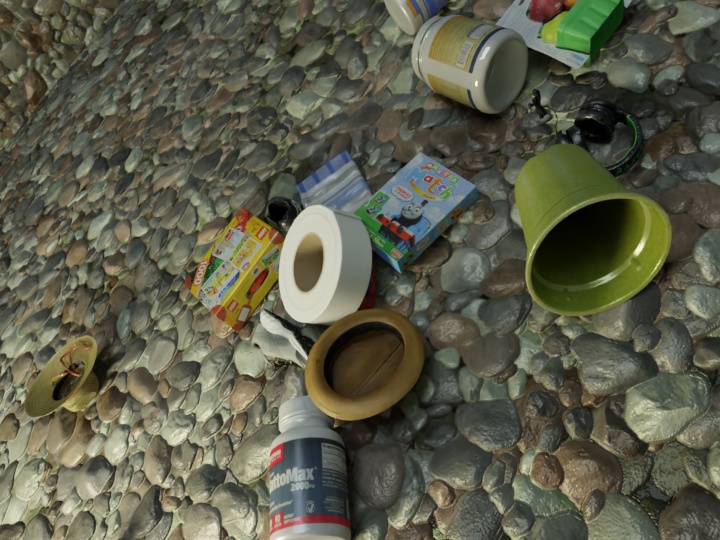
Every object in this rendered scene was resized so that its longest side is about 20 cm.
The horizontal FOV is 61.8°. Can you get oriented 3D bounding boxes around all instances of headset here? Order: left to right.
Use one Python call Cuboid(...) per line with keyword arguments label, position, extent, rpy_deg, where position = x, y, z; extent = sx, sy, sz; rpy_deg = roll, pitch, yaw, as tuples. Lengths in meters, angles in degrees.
Cuboid(label="headset", position=(0.355, -0.228, 0.967), extent=(0.124, 0.094, 0.200), rpy_deg=(-45, 48, -1))

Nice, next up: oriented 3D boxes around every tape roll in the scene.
Cuboid(label="tape roll", position=(-0.066, -0.009, 1.060), extent=(0.200, 0.069, 0.210), rpy_deg=(-17, 68, 50))

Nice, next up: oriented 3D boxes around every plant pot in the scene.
Cuboid(label="plant pot", position=(0.304, -0.076, 0.858), extent=(0.196, 0.202, 0.187), rpy_deg=(-26, 39, 15))

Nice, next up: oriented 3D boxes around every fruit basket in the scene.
Cuboid(label="fruit basket", position=(0.370, -0.469, 1.100), extent=(0.198, 0.094, 0.187), rpy_deg=(36, 84, 37))

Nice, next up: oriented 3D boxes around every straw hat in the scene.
Cuboid(label="straw hat", position=(-0.615, 0.249, 1.298), extent=(0.195, 0.086, 0.205), rpy_deg=(-19, 41, 17))

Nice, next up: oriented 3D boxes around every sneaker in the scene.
Cuboid(label="sneaker", position=(-0.159, -0.120, 1.219), extent=(0.067, 0.090, 0.200), rpy_deg=(-45, 38, 2))
Cuboid(label="sneaker", position=(-0.127, 0.144, 1.067), extent=(0.198, 0.073, 0.081), rpy_deg=(28, 87, 47))

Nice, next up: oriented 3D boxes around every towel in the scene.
Cuboid(label="towel", position=(-0.053, -0.150, 1.228), extent=(0.145, 0.024, 0.203), rpy_deg=(-33, 49, 10))

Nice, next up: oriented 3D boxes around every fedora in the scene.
Cuboid(label="fedora", position=(0.011, 0.157, 0.942), extent=(0.193, 0.083, 0.205), rpy_deg=(-9, 48, 10))

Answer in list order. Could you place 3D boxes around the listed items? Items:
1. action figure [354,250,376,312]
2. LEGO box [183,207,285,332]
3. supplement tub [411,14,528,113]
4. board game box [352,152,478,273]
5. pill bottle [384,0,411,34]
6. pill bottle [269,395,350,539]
Cuboid(label="action figure", position=(0.000, 0.000, 1.086), extent=(0.063, 0.052, 0.206), rpy_deg=(-8, 60, 22))
Cuboid(label="LEGO box", position=(-0.245, -0.005, 1.223), extent=(0.147, 0.077, 0.202), rpy_deg=(30, 80, 41))
Cuboid(label="supplement tub", position=(0.202, -0.395, 1.135), extent=(0.145, 0.145, 0.199), rpy_deg=(-48, 49, -4))
Cuboid(label="board game box", position=(0.091, -0.109, 1.074), extent=(0.199, 0.037, 0.150), rpy_deg=(-42, 52, -13))
Cuboid(label="pill bottle", position=(0.155, -0.639, 1.342), extent=(0.199, 0.112, 0.113), rpy_deg=(-42, 48, 1))
Cuboid(label="pill bottle", position=(-0.078, 0.302, 0.897), extent=(0.116, 0.120, 0.205), rpy_deg=(-21, 52, 19))
